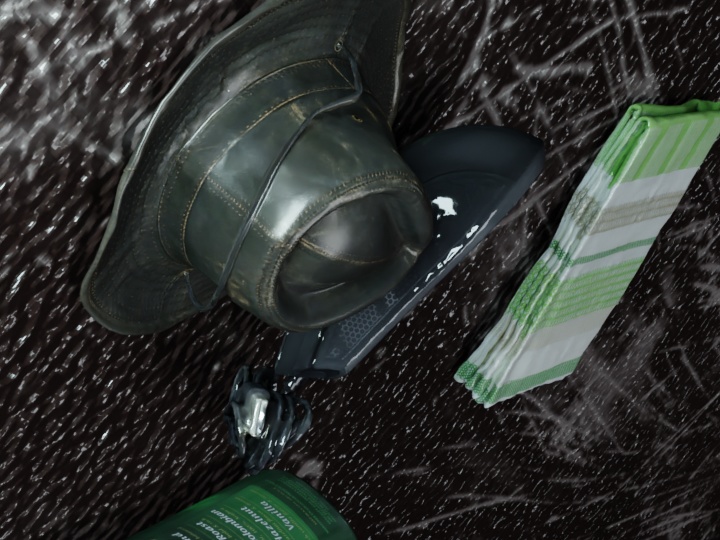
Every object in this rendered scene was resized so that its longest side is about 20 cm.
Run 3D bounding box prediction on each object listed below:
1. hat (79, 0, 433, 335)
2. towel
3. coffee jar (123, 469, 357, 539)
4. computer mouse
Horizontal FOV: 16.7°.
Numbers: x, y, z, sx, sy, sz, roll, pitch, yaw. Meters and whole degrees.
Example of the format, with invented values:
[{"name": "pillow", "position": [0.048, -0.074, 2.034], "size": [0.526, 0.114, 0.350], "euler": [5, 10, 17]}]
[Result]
[{"name": "hat", "position": [-0.017, -0.028, 0.993], "size": [0.201, 0.081, 0.201], "euler": [-44, 159, -22]}, {"name": "towel", "position": [0.138, -0.015, 1.447], "size": [0.200, 0.031, 0.149], "euler": [-60, 161, 18]}, {"name": "coffee jar", "position": [-0.090, 0.169, 1.176], "size": [0.200, 0.085, 0.104], "euler": [-19, 146, -57]}, {"name": "computer mouse", "position": [0.000, 0.000, 1.108], "size": [0.200, 0.053, 0.138], "euler": [-46, -174, -2]}]
